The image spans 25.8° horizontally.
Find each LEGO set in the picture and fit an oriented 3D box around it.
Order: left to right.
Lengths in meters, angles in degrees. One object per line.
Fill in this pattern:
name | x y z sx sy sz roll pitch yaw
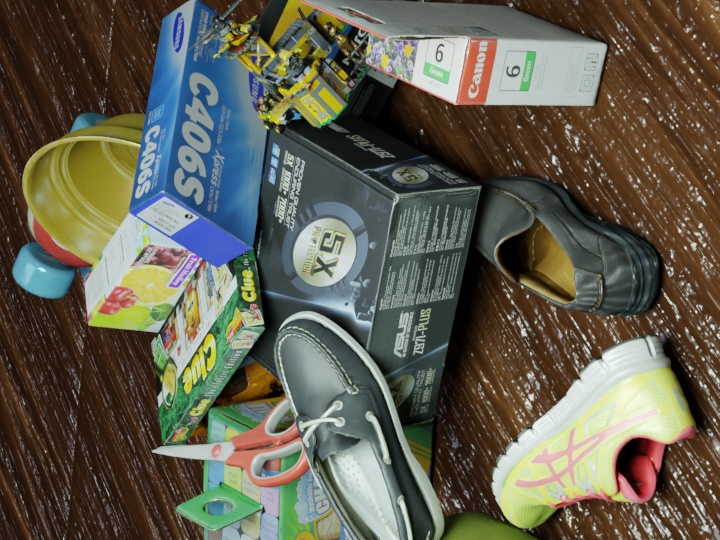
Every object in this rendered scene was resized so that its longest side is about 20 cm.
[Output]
LEGO set | -0.035 -0.212 1.175 0.200 0.116 0.154 -46 27 0

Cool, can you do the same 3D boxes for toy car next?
toy car | -0.208 -0.025 1.542 0.200 0.176 0.185 40 114 29

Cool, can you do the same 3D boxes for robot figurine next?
robot figurine | -0.095 0.099 1.417 0.200 0.144 0.059 -31 64 42

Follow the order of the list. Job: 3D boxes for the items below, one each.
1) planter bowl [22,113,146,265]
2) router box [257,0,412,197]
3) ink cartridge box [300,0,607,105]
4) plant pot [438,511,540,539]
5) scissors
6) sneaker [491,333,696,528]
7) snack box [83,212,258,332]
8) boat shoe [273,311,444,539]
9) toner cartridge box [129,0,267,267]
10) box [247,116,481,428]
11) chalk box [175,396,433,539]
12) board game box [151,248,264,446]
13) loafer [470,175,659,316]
planter bowl | -0.197 -0.081 1.421 0.200 0.200 0.084 -41 27 48
router box | -0.044 -0.158 1.323 0.149 0.051 0.201 36 100 46
ink cartridge box | 0.064 -0.153 1.105 0.109 0.199 0.051 32 119 47
plant pot | 0.107 0.270 1.146 0.200 0.186 0.188 -128 45 -59
scissors | -0.107 0.149 1.250 0.199 0.014 0.074 -22 53 38
sneaker | 0.164 0.136 1.113 0.091 0.078 0.200 57 138 24
snack box | -0.125 0.004 1.383 0.142 0.199 0.053 -45 46 46
boat shoe | -0.007 0.124 1.142 0.075 0.060 0.201 -35 87 32
toner cartridge box | -0.122 -0.111 1.249 0.043 0.095 0.201 -25 46 35
box | -0.006 0.001 1.224 0.164 0.086 0.201 34 122 44
chalk box | -0.054 0.178 1.311 0.124 0.199 0.125 18 108 51
board game box | -0.130 0.055 1.308 0.200 0.023 0.105 -54 41 47
loafer | 0.125 -0.022 1.146 0.200 0.072 0.073 26 117 50
